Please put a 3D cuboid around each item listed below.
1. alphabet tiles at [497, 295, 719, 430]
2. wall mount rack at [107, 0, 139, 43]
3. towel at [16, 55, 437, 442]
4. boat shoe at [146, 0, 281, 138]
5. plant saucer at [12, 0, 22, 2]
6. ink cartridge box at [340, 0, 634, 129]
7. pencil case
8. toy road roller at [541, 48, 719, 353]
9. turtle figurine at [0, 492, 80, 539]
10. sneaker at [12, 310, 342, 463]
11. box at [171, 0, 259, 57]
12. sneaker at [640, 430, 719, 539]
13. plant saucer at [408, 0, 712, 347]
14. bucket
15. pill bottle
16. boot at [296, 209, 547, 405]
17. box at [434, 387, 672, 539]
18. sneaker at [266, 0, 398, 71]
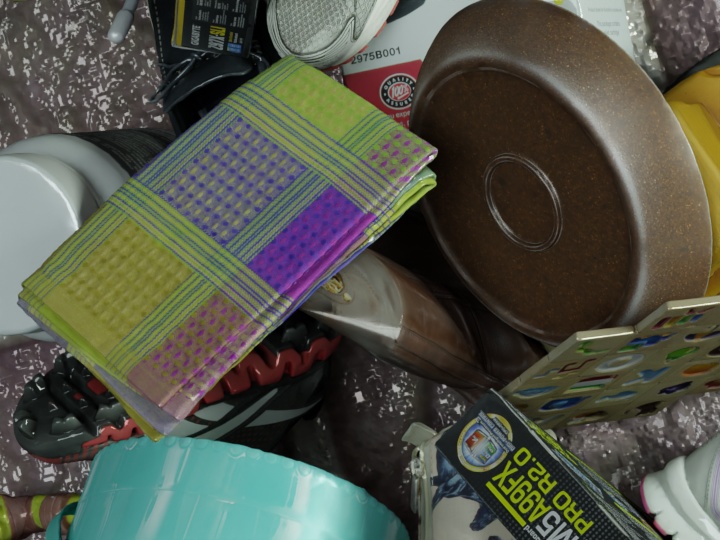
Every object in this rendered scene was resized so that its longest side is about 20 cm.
[{"bbox_3d":[0.153,0.047,1.531,0.200,0.166,0.006,-44,57,59],"label":"alphabet tiles"},{"bbox_3d":[-0.171,-0.218,1.707,0.199,0.075,0.174,6,93,22],"label":"wall mount rack"},{"bbox_3d":[-0.069,-0.016,1.502,0.200,0.023,0.144,-44,48,-11],"label":"towel"},{"bbox_3d":[-0.078,-0.106,1.675,0.074,0.062,0.201,-28,68,21],"label":"boat shoe"},{"bbox_3d":[-0.129,-0.240,1.584,0.048,0.200,0.201,8,90,-20],"label":"plant saucer"},{"bbox_3d":[0.056,-0.172,1.619,0.145,0.083,0.201,-11,91,23],"label":"ink cartridge box"},{"bbox_3d":[0.064,0.180,1.605,0.089,0.078,0.201,6,64,-10],"label":"pencil case"},{"bbox_3d":[0.153,-0.027,1.558,0.200,0.146,0.123,-37,81,20],"label":"toy road roller"},{"bbox_3d":[-0.140,0.138,1.731,0.161,0.064,0.201,-19,99,30],"label":"turtle figurine"},{"bbox_3d":[-0.096,0.074,1.636,0.071,0.200,0.098,45,145,40],"label":"sneaker"},{"bbox_3d":[-0.064,-0.220,1.569,0.049,0.200,0.160,10,75,-3],"label":"box"},{"bbox_3d":[0.244,0.154,1.572,0.200,0.081,0.088,44,105,8],"label":"sneaker"},{"bbox_3d":[0.091,-0.040,1.516,0.200,0.034,0.201,31,136,35],"label":"plant saucer"},{"bbox_3d":[-0.074,0.182,1.566,0.207,0.207,0.135,5,65,21],"label":"bucket"},{"bbox_3d":[-0.151,-0.021,1.650,0.113,0.200,0.114,2,94,20],"label":"pill bottle"},{"bbox_3d":[0.000,0.000,1.578,0.186,0.200,0.064,38,100,33],"label":"boot"},{"bbox_3d":[0.140,0.158,1.522,0.044,0.200,0.160,-46,50,4],"label":"box"},{"bbox_3d":[-0.014,-0.202,1.556,0.078,0.082,0.201,16,101,21],"label":"sneaker"}]
